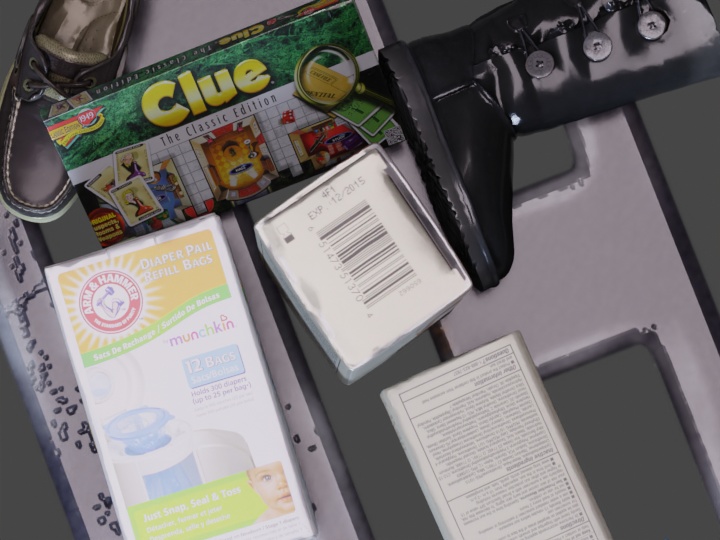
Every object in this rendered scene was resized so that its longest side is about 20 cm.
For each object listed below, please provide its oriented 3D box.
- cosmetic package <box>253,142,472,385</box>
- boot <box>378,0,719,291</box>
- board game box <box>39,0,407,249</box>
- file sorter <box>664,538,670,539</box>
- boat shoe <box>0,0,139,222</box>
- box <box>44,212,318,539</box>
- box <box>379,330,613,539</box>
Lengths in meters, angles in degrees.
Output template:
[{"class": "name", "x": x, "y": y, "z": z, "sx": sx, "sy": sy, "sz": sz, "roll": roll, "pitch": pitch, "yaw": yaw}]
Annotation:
[{"class": "cosmetic package", "x": 0.000, "y": 0.000, "z": 1.452, "sx": 0.087, "sy": 0.200, "sz": 0.103, "roll": -35, "pitch": 88, "yaw": -4}, {"class": "boot", "x": 0.132, "y": -0.097, "z": 1.533, "sx": 0.200, "sy": 0.066, "sz": 0.165, "roll": -21, "pitch": 88, "yaw": -7}, {"class": "board game box", "x": -0.081, "y": -0.088, "z": 1.507, "sx": 0.200, "sy": 0.023, "sz": 0.105, "roll": -22, "pitch": 119, "yaw": 2}, {"class": "file sorter", "x": 0.215, "y": 0.276, "z": 1.445, "sx": 0.123, "sy": 0.139, "sz": 0.200, "roll": 18, "pitch": 85, "yaw": 26}, {"class": "boat shoe", "x": -0.180, "y": -0.129, "z": 1.526, "sx": 0.073, "sy": 0.065, "sz": 0.200, "roll": 14, "pitch": 87, "yaw": -2}, {"class": "box", "x": -0.106, "y": 0.078, "z": 1.493, "sx": 0.112, "sy": 0.101, "sz": 0.200, "roll": -17, "pitch": 86, "yaw": -2}, {"class": "box", "x": 0.093, "y": 0.145, "z": 1.502, "sx": 0.095, "sy": 0.078, "sz": 0.200, "roll": -23, "pitch": 86, "yaw": -2}]
